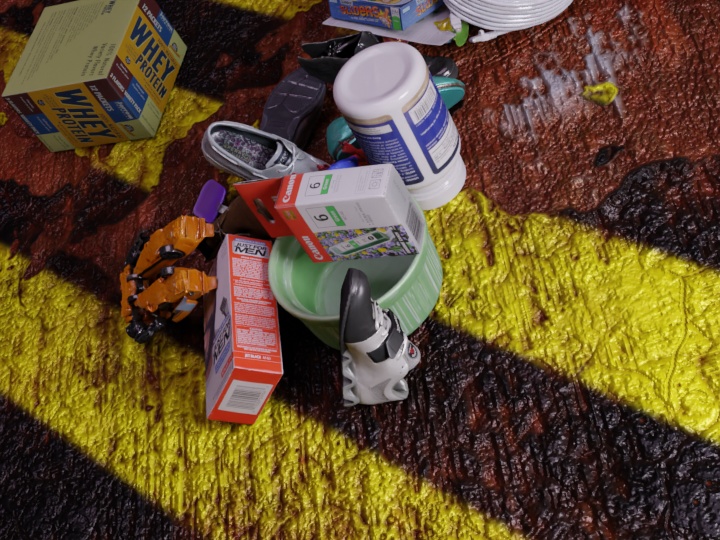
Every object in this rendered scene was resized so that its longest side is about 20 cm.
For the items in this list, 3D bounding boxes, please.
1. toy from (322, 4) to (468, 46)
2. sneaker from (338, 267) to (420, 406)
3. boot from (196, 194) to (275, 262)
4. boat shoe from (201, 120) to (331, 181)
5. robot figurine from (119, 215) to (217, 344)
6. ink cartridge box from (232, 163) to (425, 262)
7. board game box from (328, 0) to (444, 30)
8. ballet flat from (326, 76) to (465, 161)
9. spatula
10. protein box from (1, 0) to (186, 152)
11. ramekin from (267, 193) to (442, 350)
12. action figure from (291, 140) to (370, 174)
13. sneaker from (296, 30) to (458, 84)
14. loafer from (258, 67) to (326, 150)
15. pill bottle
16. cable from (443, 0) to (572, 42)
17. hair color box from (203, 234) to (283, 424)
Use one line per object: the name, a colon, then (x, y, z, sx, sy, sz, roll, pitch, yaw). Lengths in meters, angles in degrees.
toy: (0.061, -0.340, 1.621, 0.200, 0.047, 0.115, 15, 42, 33)
sneaker: (0.020, 0.071, 1.241, 0.088, 0.200, 0.074, 1, 48, 5)
boot: (-0.153, -0.051, 1.436, 0.075, 0.074, 0.200, -35, 1, -26)
boat shoe: (-0.111, -0.137, 1.489, 0.201, 0.072, 0.070, 21, 75, -2)
robot figurine: (-0.249, 0.012, 1.459, 0.200, 0.058, 0.145, -30, 60, 52)
ink cartridge box: (-0.040, -0.059, 1.290, 0.200, 0.109, 0.050, -5, 53, 24)
board game box: (0.069, -0.405, 1.637, 0.135, 0.034, 0.200, 19, 45, 36)
ballet flat: (0.039, -0.217, 1.529, 0.200, 0.067, 0.070, -29, 61, 7)
spatula: (-0.159, -0.069, 1.552, 0.200, 0.021, 0.057, 29, 99, 35)
protein box: (-0.409, -0.311, 1.794, 0.200, 0.135, 0.199, -5, 53, 25)
ramekin: (0.000, 0.000, 1.367, 0.200, 0.098, 0.200, -14, 50, 18)
action figure: (-0.023, -0.130, 1.459, 0.065, 0.200, 0.052, -37, 80, 45)
sneaker: (0.024, -0.282, 1.565, 0.200, 0.104, 0.060, -6, 53, 24)
loafer: (-0.101, -0.197, 1.599, 0.072, 0.063, 0.200, 15, 59, 17)
pill bottle: (0.054, -0.170, 1.399, 0.116, 0.200, 0.116, -14, 49, 17)
cable: (0.197, -0.411, 1.556, 0.200, 0.069, 0.200, -15, 59, -8)
hair color box: (-0.144, 0.069, 1.377, 0.064, 0.111, 0.200, 11, 46, -20)
